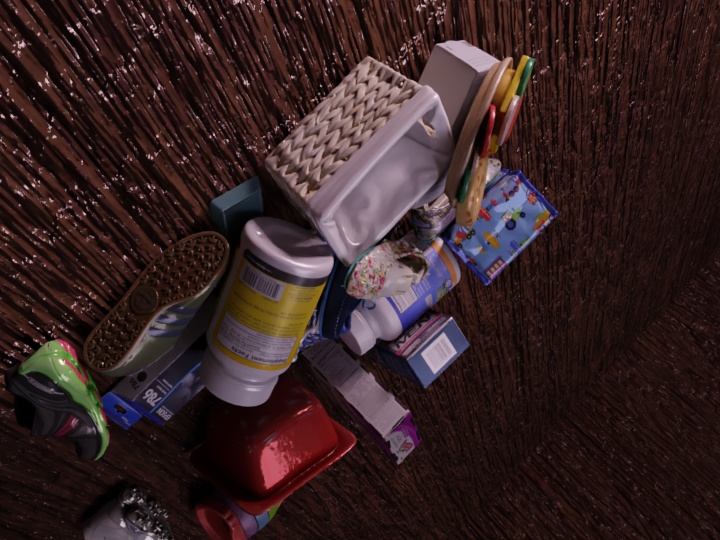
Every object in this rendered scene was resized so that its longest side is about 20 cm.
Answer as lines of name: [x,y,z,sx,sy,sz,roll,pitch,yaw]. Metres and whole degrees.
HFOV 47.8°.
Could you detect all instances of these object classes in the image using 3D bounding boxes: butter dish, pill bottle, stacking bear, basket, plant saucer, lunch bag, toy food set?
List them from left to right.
plant saucer: [-0.142,-0.024,1.002,0.069,0.019,0.202,-33,149,-26]
stacking bear: [-0.166,0.356,1.336,0.200,0.112,0.123,-41,129,-35]
pill bottle: [-0.116,0.051,0.958,0.113,0.114,0.203,-6,128,-51]
butter dish: [-0.137,0.214,1.165,0.198,0.198,0.150,-28,123,-32]
basket: [-0.001,-0.131,0.961,0.200,0.123,0.136,-46,152,-7]
pill bottle: [0.049,0.035,1.244,0.199,0.112,0.113,-40,151,-16]
toy food set: [0.155,-0.164,1.006,0.198,0.048,0.203,83,30,-71]
lunch bag: [0.200,-0.084,1.271,0.151,0.094,0.200,-45,-166,7]

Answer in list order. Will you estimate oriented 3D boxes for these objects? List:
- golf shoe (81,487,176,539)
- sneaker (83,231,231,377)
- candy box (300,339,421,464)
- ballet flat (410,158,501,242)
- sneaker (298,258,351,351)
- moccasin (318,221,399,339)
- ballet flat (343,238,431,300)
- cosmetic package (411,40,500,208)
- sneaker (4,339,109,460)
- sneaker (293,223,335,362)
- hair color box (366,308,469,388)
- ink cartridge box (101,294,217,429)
golf shoe: [-0.334,0.382,1.186,0.096,0.079,0.201,-26,143,-5]
sneaker: [-0.224,0.044,0.929,0.200,0.067,0.090,-46,166,-15]
candy box: [0.001,0.200,1.284,0.061,0.200,0.137,-41,150,-12]
ballet flat: [0.144,-0.128,1.231,0.200,0.071,0.073,-45,153,-26]
sneaker: [-0.062,0.071,1.158,0.201,0.088,0.075,-51,153,6]
moccasin: [0.000,0.000,1.097,0.081,0.067,0.203,87,22,-73]
ballet flat: [0.043,-0.001,1.019,0.200,0.063,0.077,-29,142,-66]
cosmetic package: [0.103,-0.192,1.070,0.101,0.073,0.202,-33,153,-56]
sneaker: [-0.334,0.149,0.899,0.082,0.077,0.202,-20,141,-13]
sneaker: [-0.073,0.032,1.083,0.075,0.077,0.203,13,107,-37]
hair color box: [0.075,0.108,1.290,0.100,0.199,0.061,-40,111,-15]
ink cartridge box: [-0.235,0.129,1.035,0.200,0.039,0.100,-43,152,-10]
